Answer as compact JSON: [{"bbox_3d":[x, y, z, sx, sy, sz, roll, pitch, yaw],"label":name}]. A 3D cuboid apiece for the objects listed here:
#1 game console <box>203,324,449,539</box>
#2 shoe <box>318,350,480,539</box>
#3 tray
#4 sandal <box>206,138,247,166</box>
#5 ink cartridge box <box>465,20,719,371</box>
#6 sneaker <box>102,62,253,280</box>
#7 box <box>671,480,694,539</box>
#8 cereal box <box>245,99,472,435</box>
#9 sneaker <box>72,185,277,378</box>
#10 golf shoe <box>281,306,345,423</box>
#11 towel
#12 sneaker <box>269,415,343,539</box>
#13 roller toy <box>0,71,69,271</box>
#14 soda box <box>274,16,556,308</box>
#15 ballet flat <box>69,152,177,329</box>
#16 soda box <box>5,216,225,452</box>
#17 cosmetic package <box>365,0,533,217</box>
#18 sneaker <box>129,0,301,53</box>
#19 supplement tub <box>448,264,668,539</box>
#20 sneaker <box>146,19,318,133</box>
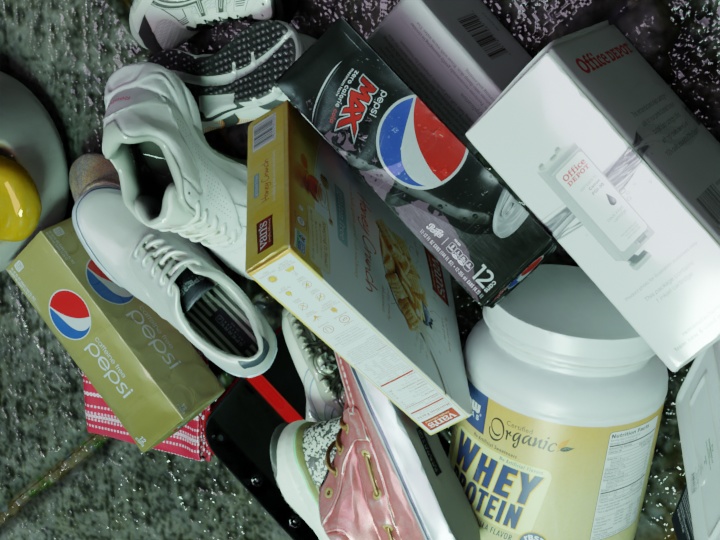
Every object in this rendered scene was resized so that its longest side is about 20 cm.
[{"bbox_3d":[-0.028,0.151,1.118,0.200,0.031,0.177,46,117,7],"label":"game console"},{"bbox_3d":[0.003,0.120,0.911,0.091,0.071,0.201,-26,82,22],"label":"shoe"},{"bbox_3d":[0.233,0.120,0.851,0.022,0.200,0.108,11,131,-3],"label":"tray"},{"bbox_3d":[-0.123,-0.063,1.071,0.200,0.057,0.080,28,120,18],"label":"sandal"},{"bbox_3d":[0.181,-0.054,0.849,0.200,0.146,0.083,50,121,6],"label":"ink cartridge box"},{"bbox_3d":[-0.129,-0.050,0.972,0.078,0.100,0.200,-23,124,29],"label":"sneaker"},{"bbox_3d":[0.272,0.171,0.843,0.078,0.200,0.142,9,117,-2],"label":"box"},{"bbox_3d":[0.000,0.000,0.870,0.039,0.144,0.200,-29,130,22],"label":"cereal box"},{"bbox_3d":[-0.140,0.002,1.018,0.200,0.073,0.071,40,166,1],"label":"sneaker"},{"bbox_3d":[-0.023,0.118,1.050,0.097,0.078,0.201,-28,90,34],"label":"golf shoe"},{"bbox_3d":[-0.198,0.070,1.185,0.144,0.022,0.201,10,113,27],"label":"towel"},{"bbox_3d":[0.017,0.187,0.983,0.088,0.077,0.200,-28,106,31],"label":"sneaker"},{"bbox_3d":[-0.359,-0.077,1.143,0.200,0.140,0.182,50,125,9],"label":"roller toy"},{"bbox_3d":[0.037,-0.069,0.857,0.063,0.071,0.200,-44,80,6],"label":"soda box"},{"bbox_3d":[-0.183,-0.024,1.089,0.200,0.067,0.068,43,111,13],"label":"ballet flat"},{"bbox_3d":[-0.209,0.051,1.129,0.064,0.068,0.200,-40,86,34],"label":"soda box"},{"bbox_3d":[0.025,-0.103,0.956,0.108,0.085,0.200,50,124,4],"label":"cosmetic package"},{"bbox_3d":[-0.094,-0.210,0.990,0.200,0.076,0.088,-35,89,35],"label":"sneaker"},{"bbox_3d":[0.137,0.110,0.936,0.144,0.144,0.201,16,115,23],"label":"supplement tub"},{"bbox_3d":[-0.097,-0.138,1.017,0.199,0.080,0.074,-5,84,41],"label":"sneaker"}]
